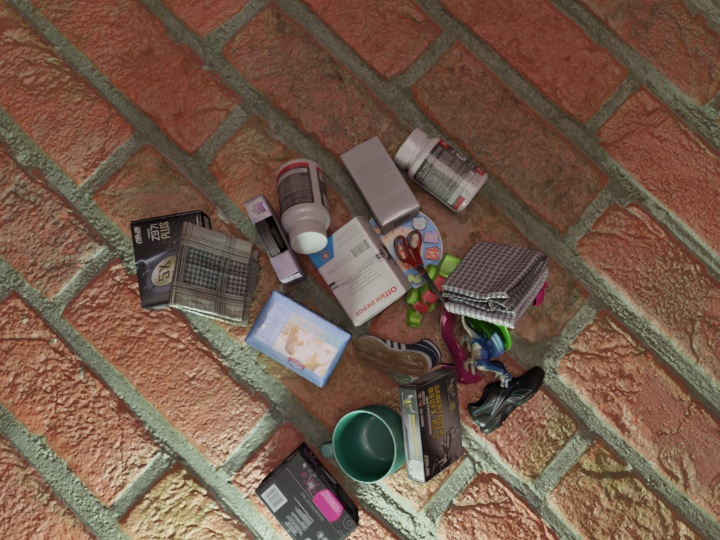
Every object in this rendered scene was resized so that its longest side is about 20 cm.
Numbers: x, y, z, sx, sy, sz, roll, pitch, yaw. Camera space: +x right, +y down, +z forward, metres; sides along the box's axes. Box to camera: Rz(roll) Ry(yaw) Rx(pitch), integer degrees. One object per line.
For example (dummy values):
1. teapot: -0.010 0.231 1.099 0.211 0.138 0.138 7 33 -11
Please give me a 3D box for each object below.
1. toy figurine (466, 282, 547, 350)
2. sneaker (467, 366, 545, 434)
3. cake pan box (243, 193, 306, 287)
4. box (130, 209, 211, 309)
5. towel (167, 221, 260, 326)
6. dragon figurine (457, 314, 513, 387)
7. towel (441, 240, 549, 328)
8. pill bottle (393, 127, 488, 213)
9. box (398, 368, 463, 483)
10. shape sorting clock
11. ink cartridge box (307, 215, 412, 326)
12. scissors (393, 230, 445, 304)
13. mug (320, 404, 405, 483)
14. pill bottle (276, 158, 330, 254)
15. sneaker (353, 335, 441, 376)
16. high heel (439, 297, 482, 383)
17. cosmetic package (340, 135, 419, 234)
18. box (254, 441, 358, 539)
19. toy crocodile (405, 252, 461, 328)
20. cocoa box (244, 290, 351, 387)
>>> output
1. toy figurine: 0.330 0.051 1.292 0.184 0.150 0.200 -36 60 -17
2. sneaker: 0.330 0.278 1.276 0.200 0.075 0.079 -41 83 -5
3. cake pan box: -0.183 -0.060 1.245 0.052 0.200 0.185 -27 87 -3
4. box: -0.421 -0.023 1.296 0.163 0.086 0.201 -9 84 -1
5. towel: -0.313 0.010 1.246 0.199 0.034 0.194 22 65 -39
6. dragon figurine: 0.274 0.165 1.244 0.099 0.059 0.201 -16 96 -18
7. towel: 0.282 0.017 1.186 0.165 0.086 0.200 14 42 37
8. pill bottle: 0.183 -0.233 1.308 0.200 0.114 0.114 38 85 3
9. box: 0.155 0.328 1.218 0.048 0.158 0.202 -2 95 42
10. shape sorting clock: 0.094 -0.051 1.326 0.198 0.039 0.202 0 84 -1
11. ink cartridge box: 0.000 0.000 1.278 0.146 0.086 0.201 -35 86 16
12. scissors: 0.128 -0.001 1.254 0.073 0.014 0.201 -29 63 22
13. mug: 0.018 0.366 1.238 0.184 0.114 0.153 20 96 28
14. pill bottle: -0.126 -0.141 1.263 0.110 0.111 0.201 -10 58 -1
15. sneaker: 0.089 0.186 1.290 0.199 0.108 0.071 12 105 33
16. high heel: 0.228 0.158 1.286 0.095 0.067 0.202 -1 89 9
17. cosmetic package: 0.045 -0.197 1.310 0.101 0.071 0.201 -28 76 -3
18. box: -0.113 0.502 1.230 0.132 0.115 0.200 -41 85 -3
19. toy crocodile: 0.160 0.045 1.273 0.067 0.062 0.200 26 119 -14
20. cocoa box: -0.133 0.150 1.257 0.199 0.131 0.134 30 85 3
